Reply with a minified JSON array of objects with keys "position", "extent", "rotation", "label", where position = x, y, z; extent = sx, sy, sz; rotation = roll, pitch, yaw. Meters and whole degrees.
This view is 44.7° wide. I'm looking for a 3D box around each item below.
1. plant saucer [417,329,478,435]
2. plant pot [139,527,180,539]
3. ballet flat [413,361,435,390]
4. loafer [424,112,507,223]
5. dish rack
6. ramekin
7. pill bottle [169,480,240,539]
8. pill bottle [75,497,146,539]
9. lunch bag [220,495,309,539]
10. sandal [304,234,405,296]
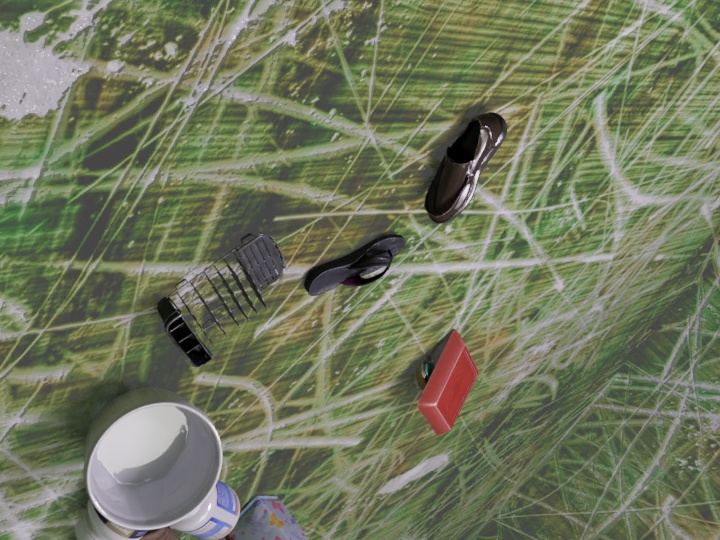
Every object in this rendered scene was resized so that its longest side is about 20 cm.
[{"position":[0.211,0.266,2.024],"extent":[0.200,0.037,0.200],"rotation":[-61,149,-19],"label":"plant saucer"},{"position":[-0.399,0.492,1.550],"extent":[0.200,0.200,0.093],"rotation":[-8,106,-47],"label":"plant pot"},{"position":[0.161,0.258,2.042],"extent":[0.071,0.071,0.200],"rotation":[-46,151,8],"label":"ballet flat"},{"position":[0.153,-0.167,1.395],"extent":[0.071,0.073,0.201],"rotation":[5,120,-48],"label":"loafer"},{"position":[-0.188,0.038,1.256],"extent":[0.200,0.055,0.154],"rotation":[-36,154,-11],"label":"dish rack"},{"position":[-0.314,0.270,1.299],"extent":[0.199,0.105,0.201],"rotation":[-7,107,-25],"label":"ramekin"},{"position":[-0.305,0.429,1.618],"extent":[0.112,0.112,0.200],"rotation":[-38,152,-6],"label":"pill bottle"},{"position":[-0.377,0.377,1.445],"extent":[0.200,0.111,0.111],"rotation":[-47,153,11],"label":"pill bottle"},{"position":[-0.229,0.631,1.953],"extent":[0.200,0.170,0.127],"rotation":[-46,154,10],"label":"lunch bag"},{"position":[-0.001,0.001,1.454],"extent":[0.200,0.048,0.076],"rotation":[-26,149,-27],"label":"sandal"}]
